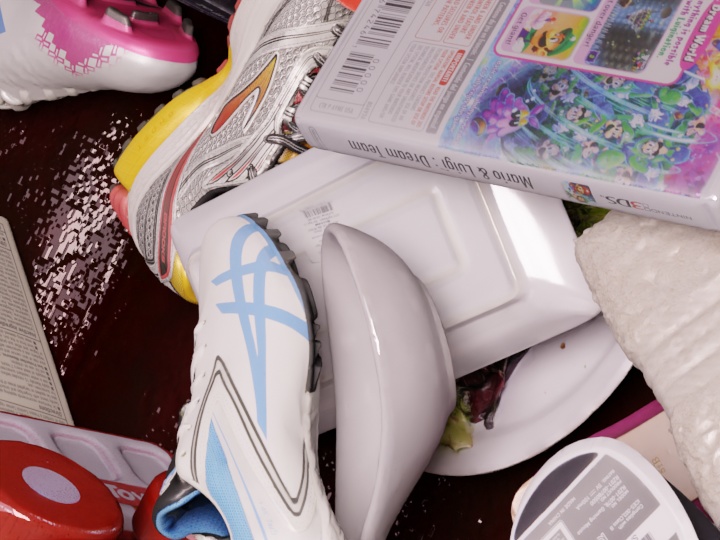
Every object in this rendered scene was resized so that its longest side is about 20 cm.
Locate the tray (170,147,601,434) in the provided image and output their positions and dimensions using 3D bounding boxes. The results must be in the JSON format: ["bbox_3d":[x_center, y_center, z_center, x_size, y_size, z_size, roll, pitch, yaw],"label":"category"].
[{"bbox_3d":[0.000,0.000,1.059,0.199,0.022,0.108,-25,85,42],"label":"tray"}]

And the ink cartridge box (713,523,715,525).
[{"bbox_3d":[0.168,0.157,0.913,0.199,0.084,0.146,-17,65,33],"label":"ink cartridge box"}]

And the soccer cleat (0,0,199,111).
[{"bbox_3d":[-0.149,-0.105,1.266,0.200,0.070,0.087,29,109,42],"label":"soccer cleat"}]

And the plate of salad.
[{"bbox_3d":[0.047,-0.018,1.078,0.199,0.048,0.201,-18,63,39],"label":"plate of salad"}]

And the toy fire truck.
[{"bbox_3d":[-0.132,0.108,1.072,0.168,0.199,0.113,47,116,49],"label":"toy fire truck"}]

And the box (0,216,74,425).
[{"bbox_3d":[-0.189,0.064,1.213,0.078,0.095,0.201,-37,55,23],"label":"box"}]

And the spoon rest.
[{"bbox_3d":[0.012,0.080,1.009,0.060,0.099,0.201,-17,99,-9],"label":"spoon rest"}]

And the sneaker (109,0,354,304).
[{"bbox_3d":[-0.025,-0.065,1.141,0.200,0.078,0.082,-51,45,25],"label":"sneaker"}]

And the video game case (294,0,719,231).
[{"bbox_3d":[0.095,-0.113,0.982,0.181,0.024,0.201,13,61,34],"label":"video game case"}]

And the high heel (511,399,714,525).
[{"bbox_3d":[0.149,0.060,0.995,0.199,0.096,0.068,-19,78,7],"label":"high heel"}]

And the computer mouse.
[{"bbox_3d":[0.121,0.138,0.874,0.110,0.044,0.200,-48,56,25],"label":"computer mouse"}]

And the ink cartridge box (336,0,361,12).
[{"bbox_3d":[0.078,-0.149,1.052,0.199,0.047,0.160,32,73,26],"label":"ink cartridge box"}]

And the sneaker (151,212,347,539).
[{"bbox_3d":[-0.046,0.059,1.004,0.072,0.072,0.201,-6,51,-5],"label":"sneaker"}]

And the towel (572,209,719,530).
[{"bbox_3d":[0.176,-0.016,0.915,0.200,0.034,0.133,-36,52,14],"label":"towel"}]

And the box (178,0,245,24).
[{"bbox_3d":[-0.112,-0.203,1.177,0.198,0.200,0.124,30,94,41],"label":"box"}]
